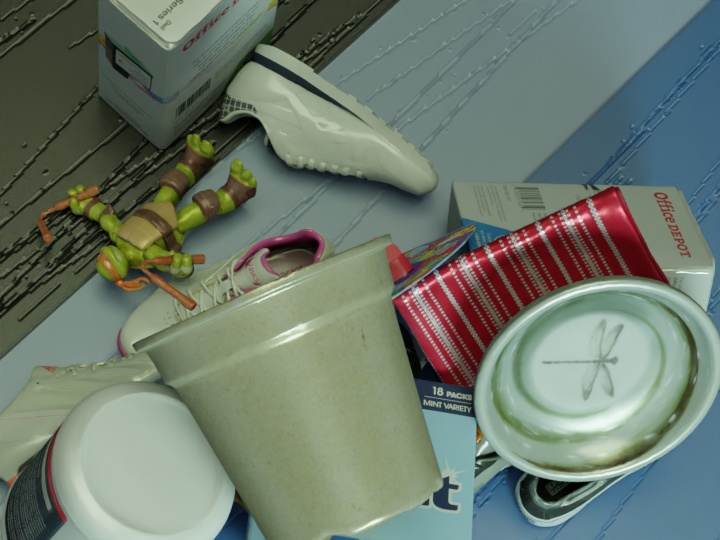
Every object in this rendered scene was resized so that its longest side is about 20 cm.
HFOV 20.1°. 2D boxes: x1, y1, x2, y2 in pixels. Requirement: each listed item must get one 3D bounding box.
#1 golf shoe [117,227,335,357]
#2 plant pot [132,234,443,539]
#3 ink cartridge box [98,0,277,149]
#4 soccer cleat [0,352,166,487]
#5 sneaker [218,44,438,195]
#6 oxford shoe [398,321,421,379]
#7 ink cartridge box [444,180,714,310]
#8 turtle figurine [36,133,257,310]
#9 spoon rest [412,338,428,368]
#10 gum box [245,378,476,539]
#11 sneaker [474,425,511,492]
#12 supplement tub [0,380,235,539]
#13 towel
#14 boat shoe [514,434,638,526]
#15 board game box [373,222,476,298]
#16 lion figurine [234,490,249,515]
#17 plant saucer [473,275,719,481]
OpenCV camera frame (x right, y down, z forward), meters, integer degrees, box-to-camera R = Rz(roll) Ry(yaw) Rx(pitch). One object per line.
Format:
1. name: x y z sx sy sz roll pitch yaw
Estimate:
1. golf shoe: -0.111 0.017 1.681 0.199 0.092 0.076 -26 76 -14
2. plant pot: -0.036 0.097 1.448 0.200 0.200 0.184 -23 89 -14
3. ink cartridge box: -0.143 -0.211 1.702 0.084 0.200 0.145 41 70 8
4. soccer cleat: -0.224 0.099 1.636 0.200 0.069 0.078 -31 79 -2
5. sneaker: -0.025 -0.114 1.758 0.200 0.076 0.081 33 87 7
6. oxford shoe: -0.051 0.089 1.681 0.199 0.073 0.085 -16 34 0
7. ink cartridge box: 0.178 -0.005 1.692 0.199 0.084 0.145 1 30 -6
8. turtle figurine: -0.162 -0.034 1.700 0.200 0.065 0.161 27 58 39
9. spoon rest: 0.124 0.059 1.701 0.199 0.061 0.099 -17 39 -11
10. gum box: 0.001 0.170 1.556 0.169 0.045 0.201 9 53 -6
11. sneaker: 0.066 0.161 1.655 0.200 0.079 0.074 -40 81 -17
12. supplement tub: -0.190 0.181 1.537 0.140 0.200 0.141 12 60 -22
13. towel: 0.140 0.026 1.596 0.199 0.145 0.023 -26 36 8
14. boat shoe: 0.211 0.134 1.687 0.199 0.068 0.074 -32 77 -16
15. board game box: 0.000 0.000 1.621 0.158 0.200 0.039 -39 100 -36
16. lion figurine: -0.064 0.189 1.598 0.122 0.073 0.200 -3 28 -30
17. plant saucer: 0.182 0.076 1.595 0.199 0.201 0.050 -5 36 -8
